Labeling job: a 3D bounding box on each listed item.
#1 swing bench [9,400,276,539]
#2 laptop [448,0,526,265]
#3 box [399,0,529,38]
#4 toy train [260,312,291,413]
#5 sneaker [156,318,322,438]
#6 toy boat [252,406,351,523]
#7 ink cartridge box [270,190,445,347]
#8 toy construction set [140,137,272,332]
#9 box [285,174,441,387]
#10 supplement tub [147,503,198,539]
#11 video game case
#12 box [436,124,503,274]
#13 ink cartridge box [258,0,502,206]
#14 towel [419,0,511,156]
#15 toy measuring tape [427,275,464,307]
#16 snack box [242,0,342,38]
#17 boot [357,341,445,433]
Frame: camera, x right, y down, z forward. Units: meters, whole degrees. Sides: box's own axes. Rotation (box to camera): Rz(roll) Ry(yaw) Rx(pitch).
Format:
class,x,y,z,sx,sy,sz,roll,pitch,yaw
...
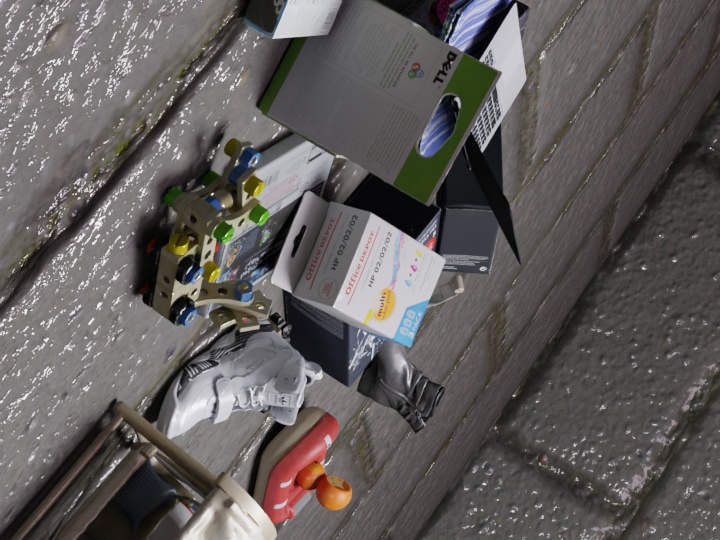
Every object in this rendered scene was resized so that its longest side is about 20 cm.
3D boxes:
class,x,y,z,sx,sy,sz,roll,pitch,yaw
swing bench,-0.222,0.280,1.362,0.199,0.200,0.130,-52,161,-22
laptop,0.165,-0.142,1.427,0.200,0.116,0.187,-58,163,-10
box,0.087,-0.224,1.518,0.200,0.115,0.132,-48,160,-33
toy train,-0.115,0.118,1.676,0.046,0.034,0.200,-34,153,-28
sneaker,-0.133,0.137,1.515,0.200,0.115,0.075,-43,157,-40
toy boat,-0.069,0.294,1.932,0.131,0.131,0.200,-44,158,-41
ink cartridge box,0.000,0.000,1.512,0.200,0.068,0.115,29,80,-49
toy construction set,-0.142,-0.017,1.290,0.131,0.092,0.200,-45,147,-39
box,0.003,0.012,1.703,0.200,0.104,0.182,-50,162,-25
supplement tub,-0.224,0.331,1.547,0.141,0.140,0.200,-57,163,-6
video game case,-0.097,-0.062,1.439,0.200,0.023,0.182,-39,154,-50
box,0.140,-0.117,1.757,0.141,0.079,0.200,99,-5,-55
ink cartridge box,0.025,-0.168,1.295,0.148,0.200,0.076,-61,163,8
towel,0.109,-0.204,1.392,0.145,0.024,0.200,-38,153,-46
toy measuring tape,0.041,0.046,1.826,0.200,0.074,0.074,-24,178,26
snack box,-0.029,-0.304,1.190,0.200,0.037,0.116,-65,164,20
boot,0.080,0.155,2.111,0.070,0.132,0.200,-43,157,-40
